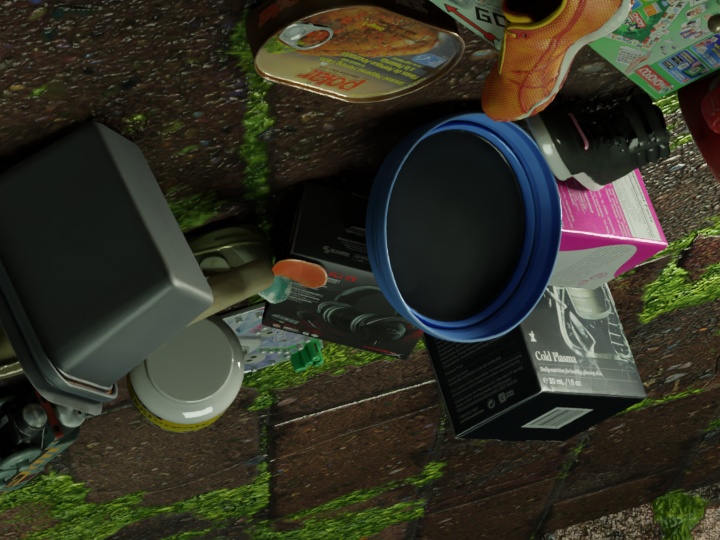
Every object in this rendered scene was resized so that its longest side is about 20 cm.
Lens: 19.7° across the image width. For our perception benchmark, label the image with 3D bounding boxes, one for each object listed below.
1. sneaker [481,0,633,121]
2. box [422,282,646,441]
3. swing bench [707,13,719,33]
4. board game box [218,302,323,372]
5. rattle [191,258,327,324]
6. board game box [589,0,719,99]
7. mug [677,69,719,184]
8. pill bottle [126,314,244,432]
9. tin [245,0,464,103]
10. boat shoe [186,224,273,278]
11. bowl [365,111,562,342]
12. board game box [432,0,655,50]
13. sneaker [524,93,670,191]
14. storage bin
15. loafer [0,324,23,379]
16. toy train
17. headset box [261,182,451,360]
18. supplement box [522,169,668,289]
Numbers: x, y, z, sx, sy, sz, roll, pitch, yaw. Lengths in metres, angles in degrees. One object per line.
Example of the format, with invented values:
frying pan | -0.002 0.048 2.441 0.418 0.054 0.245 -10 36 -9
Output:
sneaker | 0.128 -0.178 1.516 0.077 0.073 0.200 13 147 -16
box | 0.167 0.062 2.122 0.124 0.197 0.200 -32 156 33
swing bench | 0.412 -0.237 1.605 0.200 0.130 0.199 -34 170 -30
board game box | -0.138 0.090 2.188 0.199 0.026 0.200 -17 161 -4
rattle | -0.144 -0.014 1.784 0.199 0.143 0.130 -27 164 -23
board game box | 0.270 -0.207 1.726 0.134 0.029 0.200 -25 160 20
mug | 0.396 -0.150 1.819 0.200 0.134 0.178 -30 -171 23
pill bottle | -0.168 0.094 1.985 0.111 0.112 0.200 -15 173 -9
tin | -0.004 -0.174 1.557 0.112 0.042 0.200 -33 156 28
boat shoe | -0.176 0.017 1.886 0.200 0.063 0.073 -16 162 4
bowl | 0.089 -0.038 1.801 0.200 0.202 0.039 -4 -173 -36
board game box | 0.140 -0.219 1.553 0.134 0.029 0.200 -25 160 21
sneaker | 0.216 -0.127 1.850 0.099 0.071 0.200 -28 163 19
storage bin | -0.207 -0.008 1.615 0.134 0.200 0.145 -32 159 12
loafer | -0.277 0.029 1.830 0.200 0.076 0.067 -30 159 5
toy train | -0.366 0.183 2.170 0.114 0.085 0.200 -16 163 -45
headset box | 0.000 0.000 1.900 0.148 0.078 0.200 14 157 -6
supplement box | 0.188 -0.050 1.976 0.101 0.104 0.200 -32 155 34
